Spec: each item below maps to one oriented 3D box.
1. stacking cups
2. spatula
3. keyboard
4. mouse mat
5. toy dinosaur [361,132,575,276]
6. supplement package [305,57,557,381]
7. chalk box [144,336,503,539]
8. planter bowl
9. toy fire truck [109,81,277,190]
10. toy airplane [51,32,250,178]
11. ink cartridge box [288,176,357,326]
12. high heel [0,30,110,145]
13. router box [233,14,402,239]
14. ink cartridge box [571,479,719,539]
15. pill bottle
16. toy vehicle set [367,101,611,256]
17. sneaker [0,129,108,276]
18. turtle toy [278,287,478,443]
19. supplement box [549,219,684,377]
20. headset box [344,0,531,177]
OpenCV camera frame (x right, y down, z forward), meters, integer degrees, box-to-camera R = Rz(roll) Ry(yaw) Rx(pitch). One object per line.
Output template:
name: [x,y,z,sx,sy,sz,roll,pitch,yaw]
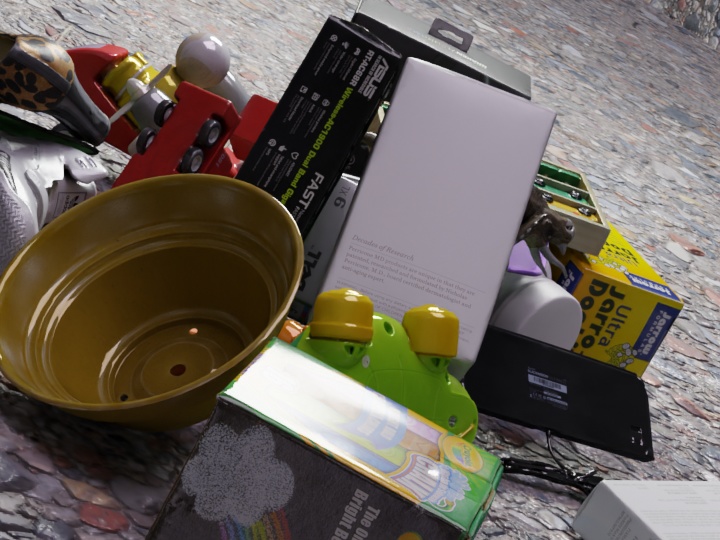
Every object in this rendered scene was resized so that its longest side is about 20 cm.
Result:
stacking cups: [-0.094,0.055,1.388,0.199,0.061,0.061,18,19,-22]
spatula: [0.052,-0.043,1.640,0.199,0.021,0.057,21,46,-7]
keyboard: [0.135,0.109,1.552,0.199,0.021,0.128,18,52,-25]
mouse mat: [-0.306,-0.119,1.519,0.160,0.008,0.200,8,-10,44]
toy dinosaur: [0.072,-0.068,1.599,0.199,0.103,0.077,14,-3,6]
supplement package: [0.047,-0.025,1.473,0.117,0.201,0.117,20,-21,0]
chalk box: [-0.001,0.147,1.153,0.199,0.125,0.124,29,18,4]
planter bowl: [-0.121,0.037,1.289,0.199,0.084,0.201,-10,42,9]
toy fire truck: [-0.120,-0.063,1.547,0.049,0.200,0.141,24,-19,23]
toy airplane: [-0.136,-0.120,1.690,0.198,0.142,0.200,14,21,-37]
ink cartridge box: [0.000,0.000,1.590,0.199,0.104,0.059,27,-20,1]
high heel: [-0.282,-0.159,1.506,0.199,0.072,0.143,22,-11,18]
router box: [-0.049,-0.067,1.489,0.062,0.201,0.150,30,-10,-1]
ink cartridge box: [0.264,0.225,1.465,0.160,0.047,0.200,8,31,-48]
pill bottle: [0.085,0.004,1.709,0.111,0.111,0.200,7,27,-48]
toy vehicle set: [0.102,-0.078,1.728,0.199,0.027,0.124,19,21,-14]
sneaker: [-0.228,-0.048,1.458,0.114,0.075,0.200,13,18,-30]
turtle toy: [0.006,0.091,1.333,0.199,0.147,0.101,11,-7,-43]
supplement box: [0.173,0.013,1.812,0.109,0.109,0.200,18,19,-28]
headset box: [0.039,-0.127,1.867,0.173,0.201,0.093,25,18,-3]
